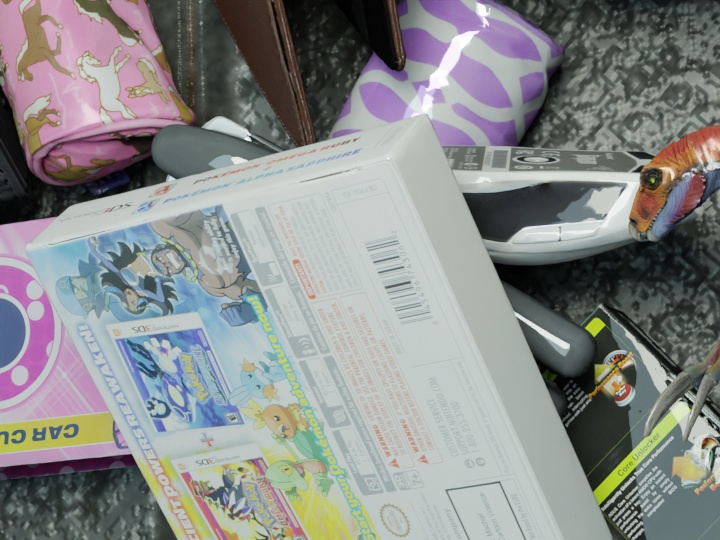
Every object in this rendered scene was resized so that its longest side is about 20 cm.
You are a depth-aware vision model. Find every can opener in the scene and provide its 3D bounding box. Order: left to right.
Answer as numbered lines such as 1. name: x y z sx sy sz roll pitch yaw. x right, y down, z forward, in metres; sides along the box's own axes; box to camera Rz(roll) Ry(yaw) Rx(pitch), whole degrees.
1. can opener: 0.000 0.000 0.790 0.199 0.067 0.054 30 95 13

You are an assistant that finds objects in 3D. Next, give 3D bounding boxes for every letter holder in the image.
1. letter holder: -0.017 -0.157 0.848 0.100 0.143 0.200 -18 36 -9

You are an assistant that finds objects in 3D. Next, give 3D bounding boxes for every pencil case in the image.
1. pencil case: -0.143 -0.142 0.930 0.082 0.087 0.201 -20 76 6
2. pencil case: 0.012 -0.037 0.867 0.085 0.084 0.201 36 95 48

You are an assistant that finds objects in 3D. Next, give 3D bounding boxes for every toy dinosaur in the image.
1. toy dinosaur: 0.170 0.029 0.731 0.104 0.200 0.183 -10 95 37

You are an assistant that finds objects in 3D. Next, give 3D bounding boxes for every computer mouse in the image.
1. computer mouse: 0.105 -0.024 0.791 0.198 0.110 0.044 2 104 7

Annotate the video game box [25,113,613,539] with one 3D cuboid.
1. video game box: -0.016 0.051 0.776 0.181 0.047 0.201 -12 113 31

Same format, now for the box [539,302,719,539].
1. box: 0.106 0.152 0.824 0.200 0.047 0.193 -48 68 9

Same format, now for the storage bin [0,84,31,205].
1. storage bin: -0.230 -0.129 0.907 0.093 0.135 0.201 -17 64 -2

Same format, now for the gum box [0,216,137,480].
1. gum box: -0.156 0.039 0.921 0.199 0.066 0.114 -8 79 19
